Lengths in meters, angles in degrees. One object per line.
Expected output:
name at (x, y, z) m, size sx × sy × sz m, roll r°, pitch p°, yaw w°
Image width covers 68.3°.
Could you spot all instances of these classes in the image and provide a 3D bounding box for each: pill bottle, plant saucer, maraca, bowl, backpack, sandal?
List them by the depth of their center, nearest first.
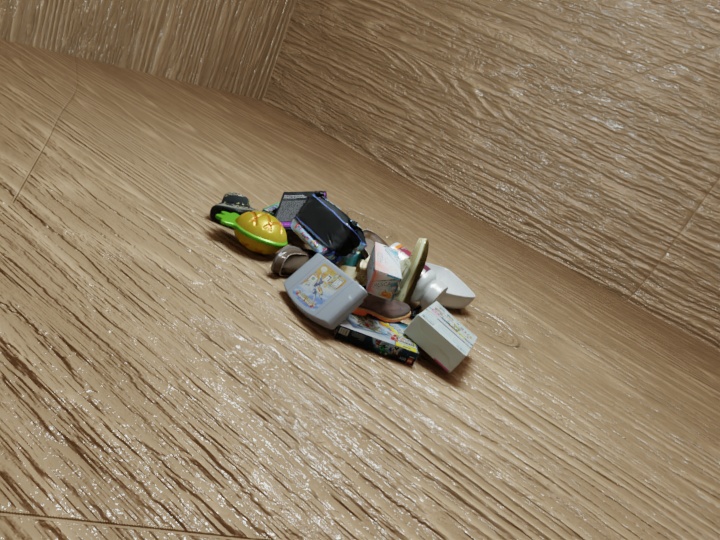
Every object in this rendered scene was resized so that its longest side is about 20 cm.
sandal at (-0.001, 0.005, 1.404) m, size 0.210 × 0.078 × 0.070 m, roll 3°, pitch -27°, yaw 21°
maraca at (-0.287, -0.110, 1.416) m, size 0.199 × 0.108 × 0.137 m, roll 24°, pitch 13°, yaw -4°
backpack at (-0.076, -0.104, 1.480) m, size 0.182 × 0.135 × 0.200 m, roll 42°, pitch 2°, yaw 21°
pill bottle at (0.147, 0.020, 1.528) m, size 0.200 × 0.110 × 0.109 m, roll 40°, pitch 24°, yaw 17°
bowl at (0.242, 0.052, 1.681) m, size 0.199 × 0.075 × 0.200 m, roll 11°, pitch 23°, yaw -33°
plant saucer at (0.062, -0.043, 1.685) m, size 0.200 × 0.032 × 0.201 m, roll 39°, pitch 26°, yaw -24°

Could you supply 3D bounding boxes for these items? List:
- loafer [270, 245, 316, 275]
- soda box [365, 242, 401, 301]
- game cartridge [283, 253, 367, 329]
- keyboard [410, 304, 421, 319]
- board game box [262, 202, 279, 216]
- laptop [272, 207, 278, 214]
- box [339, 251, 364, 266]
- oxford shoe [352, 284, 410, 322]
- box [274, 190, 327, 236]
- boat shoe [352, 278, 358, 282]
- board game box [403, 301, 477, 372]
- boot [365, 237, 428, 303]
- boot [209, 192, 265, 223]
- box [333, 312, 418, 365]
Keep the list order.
loafer at (-0.154, -0.019, 1.394) m, size 0.071 × 0.073 × 0.200 m, roll 33°, pitch 21°, yaw 24°
soda box at (0.055, -0.001, 1.285) m, size 0.068 × 0.064 × 0.200 m, roll 19°, pitch 21°, yaw -6°
game cartridge at (-0.091, 0.048, 1.232) m, size 0.200 × 0.133 × 0.042 m, roll 36°, pitch -22°, yaw 41°
keyboard at (0.119, 0.091, 1.521) m, size 0.127 × 0.021 × 0.200 m, roll 29°, pitch 21°, yaw 11°
board game box at (-0.212, -0.159, 1.741) m, size 0.199 × 0.029 × 0.135 m, roll 27°, pitch 19°, yaw 4°
laptop at (-0.149, -0.150, 1.703) m, size 0.200 × 0.103 × 0.177 m, roll 32°, pitch 9°, yaw -49°
box at (-0.046, -0.053, 1.641) m, size 0.082 × 0.049 × 0.200 m, roll 29°, pitch 20°, yaw 12°
oxford shoe at (0.050, 0.075, 1.289) m, size 0.199 × 0.073 × 0.071 m, roll 11°, pitch 23°, yaw -34°
box at (-0.185, -0.177, 1.633) m, size 0.142 × 0.036 × 0.201 m, roll 1°, pitch 43°, yaw 8°
boat shoe at (-0.025, 0.051, 1.383) m, size 0.199 × 0.065 × 0.071 m, roll 28°, pitch 20°, yaw 7°
board game box at (0.204, 0.160, 1.322) m, size 0.147 × 0.064 × 0.200 m, roll 42°, pitch 19°, yaw 12°
boot at (0.091, -0.016, 1.456) m, size 0.154 × 0.201 × 0.072 m, roll 25°, pitch 8°, yaw 22°
boot at (-0.326, -0.171, 1.558) m, size 0.202 × 0.074 × 0.154 m, roll 14°, pitch 23°, yaw -9°
box at (0.034, 0.145, 1.258) m, size 0.199 × 0.038 × 0.137 m, roll 21°, pitch 19°, yaw -10°
